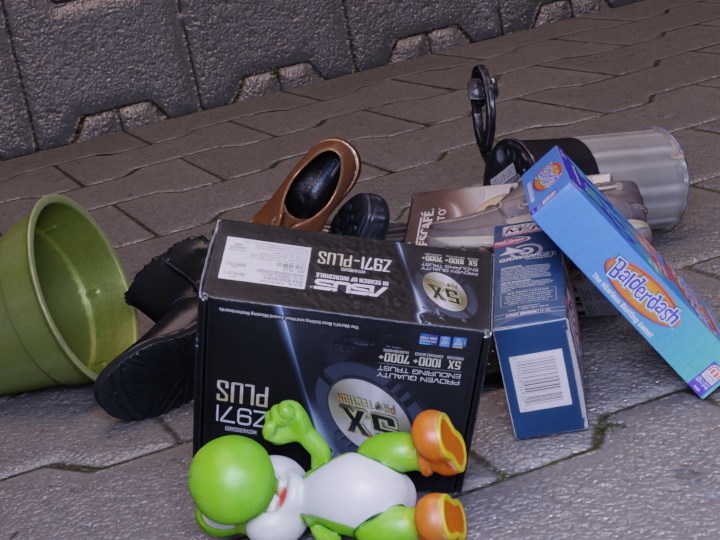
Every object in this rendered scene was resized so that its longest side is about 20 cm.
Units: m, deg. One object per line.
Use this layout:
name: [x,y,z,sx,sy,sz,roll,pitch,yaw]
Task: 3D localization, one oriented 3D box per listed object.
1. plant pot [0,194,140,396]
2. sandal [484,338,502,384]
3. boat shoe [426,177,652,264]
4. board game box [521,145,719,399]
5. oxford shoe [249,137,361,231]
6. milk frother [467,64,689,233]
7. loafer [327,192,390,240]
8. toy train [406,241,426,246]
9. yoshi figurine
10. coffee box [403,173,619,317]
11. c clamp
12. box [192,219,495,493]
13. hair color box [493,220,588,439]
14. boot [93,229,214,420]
plant pot: [-0.353,0.048,1.563,0.189,0.201,0.200,-19,12,16]
sandal: [0.048,0.090,1.334,0.199,0.045,0.075,-1,37,-14]
boat shoe: [0.159,-0.043,1.392,0.199,0.074,0.075,-2,-22,10]
board game box: [0.214,-0.003,1.256,0.045,0.200,0.152,-42,10,12]
oxford shoe: [-0.071,-0.031,1.385,0.071,0.200,0.071,30,7,3]
milk frother: [0.219,-0.129,1.669,0.187,0.201,0.180,-7,2,-26]
loafer: [0.000,0.000,1.461,0.070,0.201,0.068,2,51,-16]
toy train: [-0.012,0.044,1.380,0.199,0.114,0.085,-16,31,-12]
yoshi figurine: [-0.034,0.147,1.058,0.199,0.112,0.112,-9,21,22]
coffee box: [0.146,-0.018,1.485,0.199,0.080,0.113,-5,51,21]
c clamp: [-0.020,-0.044,1.564,0.170,0.027,0.200,7,6,30]
box: [-0.014,0.063,1.104,0.199,0.164,0.086,8,41,0]
hair color box: [0.145,0.042,1.265,0.060,0.100,0.200,-9,24,9]
boot: [-0.184,0.047,1.488,0.198,0.074,0.162,-32,34,-13]
